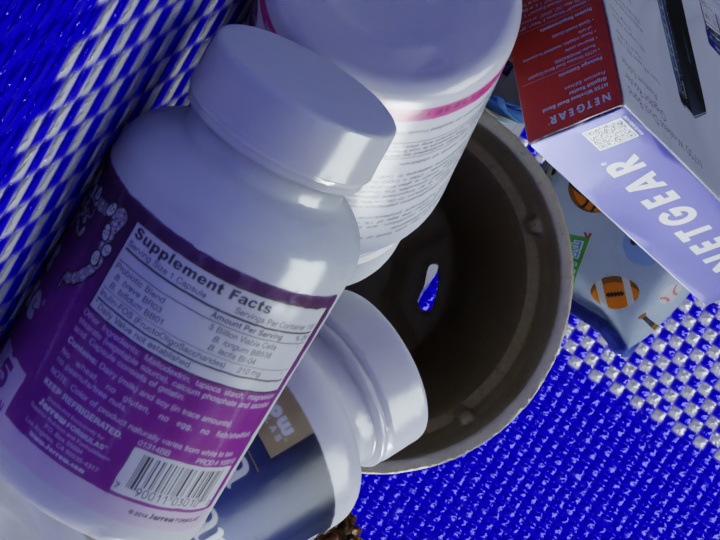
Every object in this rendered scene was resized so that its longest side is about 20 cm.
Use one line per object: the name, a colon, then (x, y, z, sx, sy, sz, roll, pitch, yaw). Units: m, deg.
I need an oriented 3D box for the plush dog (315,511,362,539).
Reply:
plush dog: (-0.081, 0.174, 1.482, 0.160, 0.172, 0.200, 32, 92, -45)

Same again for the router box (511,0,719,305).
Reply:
router box: (0.128, -0.103, 1.303, 0.049, 0.180, 0.200, -22, 149, 22)

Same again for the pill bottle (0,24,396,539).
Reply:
pill bottle: (-0.069, 0.005, 1.136, 0.200, 0.112, 0.112, -59, 175, 17)

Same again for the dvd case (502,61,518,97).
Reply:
dvd case: (0.071, -0.120, 1.627, 0.199, 0.018, 0.143, -13, -154, 34)

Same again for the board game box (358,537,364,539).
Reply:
board game box: (-0.107, 0.222, 1.911, 0.200, 0.153, 0.040, -54, 173, -42)

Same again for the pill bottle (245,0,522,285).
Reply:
pill bottle: (-0.004, -0.077, 1.260, 0.114, 0.113, 0.200, -55, 174, -30)

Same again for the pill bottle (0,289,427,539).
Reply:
pill bottle: (-0.070, 0.090, 1.290, 0.200, 0.111, 0.111, -30, 163, -25)

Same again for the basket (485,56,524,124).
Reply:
basket: (0.086, -0.168, 1.441, 0.177, 0.139, 0.200, -57, 170, -7)

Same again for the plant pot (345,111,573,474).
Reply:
plant pot: (0.000, 0.000, 1.508, 0.201, 0.200, 0.183, -58, -173, -2)

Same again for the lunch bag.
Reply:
lunch bag: (0.184, -0.068, 1.596, 0.170, 0.124, 0.200, -54, 178, 29)
